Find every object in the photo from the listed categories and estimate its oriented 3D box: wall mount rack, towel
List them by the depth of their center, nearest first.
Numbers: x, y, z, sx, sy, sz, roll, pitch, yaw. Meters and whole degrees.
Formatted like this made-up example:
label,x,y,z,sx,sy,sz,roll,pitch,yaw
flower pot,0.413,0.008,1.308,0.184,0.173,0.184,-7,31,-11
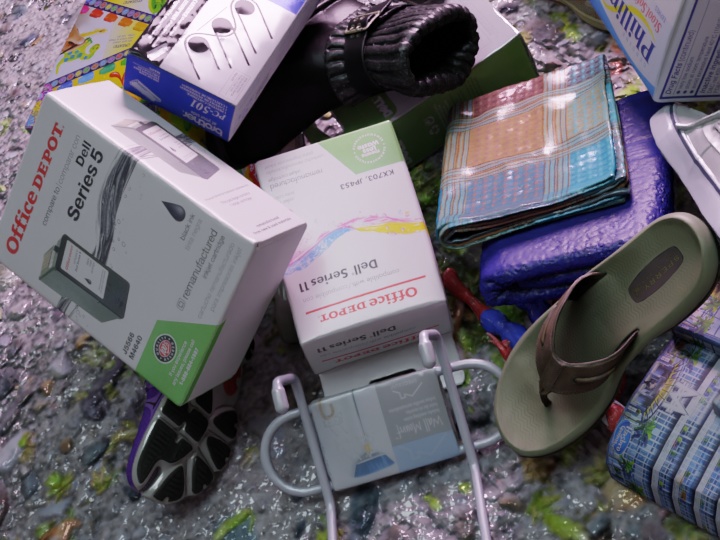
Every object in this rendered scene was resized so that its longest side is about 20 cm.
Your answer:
label,x,y,z,sx,sy,sz,roll,pitch,yaw
wall mount rack,0.019,0.142,0.933,0.197,0.074,0.176,-18,86,14
towel,0.166,-0.051,0.994,0.146,0.050,0.201,-14,34,23
towel,0.128,-0.095,1.020,0.145,0.022,0.201,-16,33,17

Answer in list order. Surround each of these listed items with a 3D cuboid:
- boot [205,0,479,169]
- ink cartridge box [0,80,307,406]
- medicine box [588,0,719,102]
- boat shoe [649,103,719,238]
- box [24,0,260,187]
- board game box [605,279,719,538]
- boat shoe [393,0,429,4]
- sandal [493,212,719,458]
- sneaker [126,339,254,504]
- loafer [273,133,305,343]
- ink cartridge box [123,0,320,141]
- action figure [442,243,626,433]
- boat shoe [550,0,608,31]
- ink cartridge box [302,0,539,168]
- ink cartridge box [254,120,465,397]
label,x,y,z,sx,sy,sz,roll,pitch,yaw
boot,-0.015,-0.153,1.082,0.156,0.080,0.212,19,60,38
ink cartridge box,-0.160,-0.024,0.983,0.199,0.084,0.147,35,116,15
medicine box,0.280,-0.222,0.994,0.197,0.104,0.183,-3,44,-18
boat shoe,0.255,-0.073,0.878,0.086,0.075,0.203,-39,23,16
box,-0.159,-0.135,1.157,0.120,0.201,0.195,0,55,27
board game box,0.284,0.082,0.840,0.199,0.062,0.201,24,69,40
boat shoe,0.045,-0.265,1.199,0.057,0.067,0.200,-46,2,29
sandal,0.149,0.039,0.869,0.080,0.057,0.202,52,119,28
sneaker,-0.143,0.100,1.065,0.083,0.081,0.202,-18,38,33
loafer,-0.041,-0.031,1.112,0.062,0.072,0.203,-6,57,3
ink cartridge box,-0.098,-0.199,1.046,0.093,0.044,0.201,26,54,3
action figure,0.131,0.051,0.961,0.065,0.052,0.200,-34,48,-7
boat shoe,0.202,-0.264,1.156,0.073,0.063,0.200,-45,47,-10
ink cartridge box,0.044,-0.156,1.159,0.199,0.060,0.104,-34,46,0
ink cartridge box,0.000,0.000,1.011,0.115,0.067,0.202,-17,64,1
